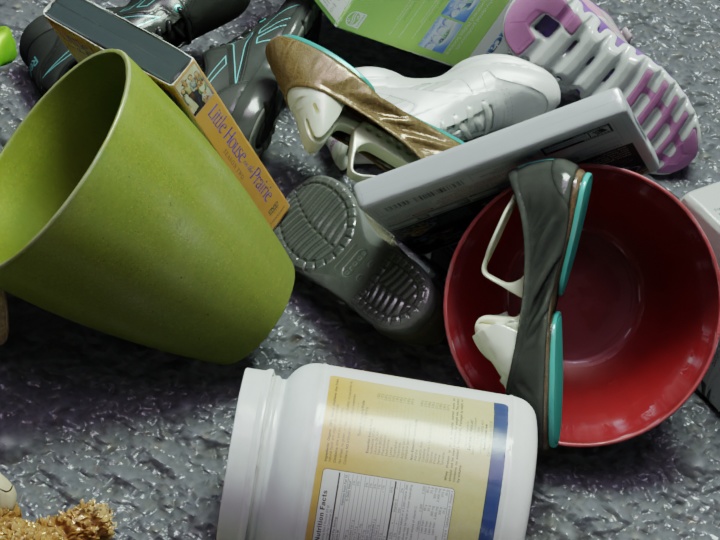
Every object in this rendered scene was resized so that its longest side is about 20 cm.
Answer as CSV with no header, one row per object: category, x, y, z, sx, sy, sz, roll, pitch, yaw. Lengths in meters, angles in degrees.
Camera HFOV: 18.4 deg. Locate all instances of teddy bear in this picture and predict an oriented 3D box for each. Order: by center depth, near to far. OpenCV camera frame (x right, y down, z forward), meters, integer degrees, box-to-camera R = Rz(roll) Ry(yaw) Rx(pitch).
teddy bear,-0.212,0.195,1.436,0.144,0.067,0.201,-13,49,-26

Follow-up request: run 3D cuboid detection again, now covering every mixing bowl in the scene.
mixing bowl,0.159,0.023,1.620,0.198,0.202,0.108,11,3,1

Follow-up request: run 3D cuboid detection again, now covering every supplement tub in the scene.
supplement tub,0.010,0.141,1.476,0.198,0.145,0.145,9,43,0

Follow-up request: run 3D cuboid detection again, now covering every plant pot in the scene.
plant pot,-0.150,-0.024,1.584,0.199,0.187,0.188,36,36,-27

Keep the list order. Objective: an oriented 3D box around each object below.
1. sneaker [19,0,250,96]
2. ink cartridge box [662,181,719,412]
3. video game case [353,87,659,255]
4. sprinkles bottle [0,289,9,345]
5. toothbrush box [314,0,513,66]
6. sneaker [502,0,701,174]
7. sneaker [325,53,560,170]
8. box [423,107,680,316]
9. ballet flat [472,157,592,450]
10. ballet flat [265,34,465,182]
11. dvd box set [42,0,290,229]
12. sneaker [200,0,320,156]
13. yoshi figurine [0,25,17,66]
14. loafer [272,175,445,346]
sneaker,-0.178,-0.188,1.820,0.198,0.076,0.080,-21,48,-2
ink cartridge box,0.310,0.044,1.630,0.083,0.145,0.200,-20,51,-30
video game case,0.110,-0.068,1.606,0.198,0.182,0.024,-20,75,11
sprinkles bottle,-0.353,0.037,1.573,0.198,0.069,0.069,-10,47,-20
toothbrush box,0.034,-0.256,1.872,0.199,0.086,0.146,11,34,-46
sneaker,0.209,-0.168,1.853,0.200,0.081,0.089,43,23,-3
sneaker,0.066,-0.118,1.808,0.198,0.075,0.100,-7,50,4
box,0.140,-0.046,1.771,0.199,0.036,0.143,-29,56,-35
ballet flat,0.116,0.021,1.538,0.068,0.202,0.068,7,1,12
ballet flat,-0.001,-0.106,1.726,0.199,0.068,0.073,34,61,-2
dvd box set,-0.144,-0.119,1.670,0.146,0.200,0.029,30,74,34
sneaker,-0.088,-0.173,1.823,0.079,0.076,0.201,16,43,11
yoshi figurine,-0.325,-0.168,1.693,0.111,0.201,0.113,21,45,13
loafer,0.000,0.000,1.686,0.075,0.070,0.200,-43,46,1
